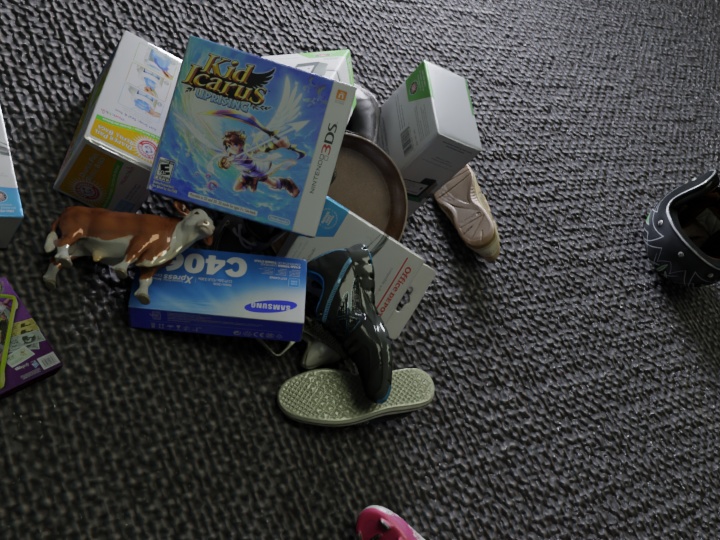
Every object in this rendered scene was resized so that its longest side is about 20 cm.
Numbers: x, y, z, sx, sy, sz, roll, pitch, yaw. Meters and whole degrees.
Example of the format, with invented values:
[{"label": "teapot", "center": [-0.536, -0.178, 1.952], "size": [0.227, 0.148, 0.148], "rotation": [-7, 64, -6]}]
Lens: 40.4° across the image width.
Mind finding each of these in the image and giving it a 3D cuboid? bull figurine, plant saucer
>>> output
[{"label": "bull figurine", "center": [-0.262, -0.028, 1.098], "size": [0.200, 0.065, 0.122], "rotation": [5, 42, 16]}, {"label": "plant saucer", "center": [-0.036, -0.085, 1.316], "size": [0.200, 0.200, 0.034], "rotation": [33, -1, -12]}]

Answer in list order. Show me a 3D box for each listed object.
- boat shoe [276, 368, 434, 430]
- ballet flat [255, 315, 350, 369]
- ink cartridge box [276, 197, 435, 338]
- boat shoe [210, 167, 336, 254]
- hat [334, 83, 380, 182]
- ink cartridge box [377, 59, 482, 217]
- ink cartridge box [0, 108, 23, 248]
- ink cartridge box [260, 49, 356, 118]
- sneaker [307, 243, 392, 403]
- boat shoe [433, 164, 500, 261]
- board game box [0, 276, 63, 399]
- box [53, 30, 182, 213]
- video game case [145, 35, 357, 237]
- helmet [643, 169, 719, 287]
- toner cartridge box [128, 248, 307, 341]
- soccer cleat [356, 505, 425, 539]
[{"label": "boat shoe", "center": [-0.007, 0.159, 1.205], "size": [0.200, 0.062, 0.075], "rotation": [-3, 63, -21]}, {"label": "ballet flat", "center": [-0.081, 0.078, 1.217], "size": [0.200, 0.068, 0.075], "rotation": [28, 66, -9]}, {"label": "ink cartridge box", "center": [0.000, 0.000, 1.274], "size": [0.200, 0.067, 0.116], "rotation": [32, 88, -13]}, {"label": "boat shoe", "center": [-0.113, -0.072, 1.201], "size": [0.067, 0.200, 0.057], "rotation": [48, 13, -10]}, {"label": "hat", "center": [-0.065, -0.189, 1.405], "size": [0.200, 0.081, 0.201], "rotation": [3, 60, -5]}, {"label": "ink cartridge box", "center": [0.073, -0.181, 1.430], "size": [0.084, 0.200, 0.146], "rotation": [17, 50, -31]}, {"label": "ink cartridge box", "center": [-0.453, -0.125, 1.077], "size": [0.116, 0.067, 0.200], "rotation": [0, 59, -37]}, {"label": "ink cartridge box", "center": [-0.091, -0.219, 1.262], "size": [0.145, 0.084, 0.200], "rotation": [-3, 25, 8]}, {"label": "sneaker", "center": [-0.012, 0.068, 1.179], "size": [0.082, 0.073, 0.200], "rotation": [-11, 67, -8]}, {"label": "boat shoe", "center": [0.165, -0.097, 1.540], "size": [0.065, 0.071, 0.200], "rotation": [51, 18, -50]}, {"label": "board game box", "center": [-0.412, 0.089, 0.972], "size": [0.200, 0.032, 0.120], "rotation": [-26, 80, -47]}, {"label": "box", "center": [-0.289, -0.178, 1.210], "size": [0.101, 0.112, 0.200], "rotation": [26, 46, -22]}, {"label": "video game case", "center": [-0.123, -0.151, 1.119], "size": [0.200, 0.045, 0.182], "rotation": [16, 90, -8]}, {"label": "helmet", "center": [0.603, -0.064, 1.751], "size": [0.200, 0.191, 0.200], "rotation": [47, 5, -5]}, {"label": "toner cartridge box", "center": [-0.165, 0.026, 1.146], "size": [0.200, 0.043, 0.095], "rotation": [5, 53, -7]}, {"label": "soccer cleat", "center": [0.071, 0.347, 1.121], "size": [0.200, 0.070, 0.086], "rotation": [52, 27, 5]}]
